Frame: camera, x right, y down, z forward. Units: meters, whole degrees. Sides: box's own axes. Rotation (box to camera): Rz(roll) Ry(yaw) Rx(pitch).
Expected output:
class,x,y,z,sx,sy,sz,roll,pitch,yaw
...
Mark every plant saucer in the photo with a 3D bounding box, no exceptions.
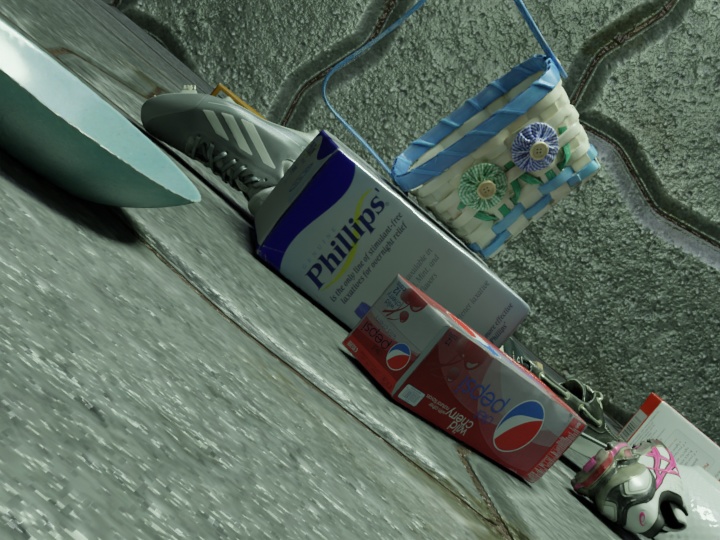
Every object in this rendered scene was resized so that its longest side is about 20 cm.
class,x,y,z,sx,sy,sz,roll,pitch,yaw
plant saucer,-0.173,-0.086,0.721,0.201,0.039,0.201,39,4,-3

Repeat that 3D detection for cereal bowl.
class,x,y,z,sx,sy,sz,roll,pitch,yaw
cereal bowl,0.357,0.261,1.416,0.200,0.084,0.200,38,3,-3

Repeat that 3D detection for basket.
class,x,y,z,sx,sy,sz,roll,pitch,yaw
basket,0.091,-0.128,1.115,0.200,0.176,0.139,50,7,-7

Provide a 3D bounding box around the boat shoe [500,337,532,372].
class,x,y,z,sx,sy,sz,roll,pitch,yaw
boat shoe,0.115,0.088,1.177,0.066,0.075,0.199,27,-4,-6

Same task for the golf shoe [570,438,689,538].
class,x,y,z,sx,sy,sz,roll,pitch,yaw
golf shoe,0.256,0.205,1.244,0.092,0.073,0.200,47,17,22

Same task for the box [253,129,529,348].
class,x,y,z,sx,sy,sz,roll,pitch,yaw
box,0.018,-0.008,1.127,0.200,0.105,0.184,39,4,-10

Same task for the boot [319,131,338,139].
class,x,y,z,sx,sy,sz,roll,pitch,yaw
boot,0.009,-0.051,1.364,0.154,0.074,0.204,41,4,-28

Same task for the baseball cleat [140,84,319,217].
class,x,y,z,sx,sy,sz,roll,pitch,yaw
baseball cleat,-0.105,-0.096,1.231,0.198,0.107,0.070,13,-32,-6

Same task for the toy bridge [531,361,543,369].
class,x,y,z,sx,sy,sz,roll,pitch,yaw
toy bridge,0.119,0.086,1.377,0.067,0.027,0.200,2,-15,28

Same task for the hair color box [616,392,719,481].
class,x,y,z,sx,sy,sz,roll,pitch,yaw
hair color box,0.373,0.244,1.545,0.200,0.111,0.064,40,4,-2

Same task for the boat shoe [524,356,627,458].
class,x,y,z,sx,sy,sz,roll,pitch,yaw
boat shoe,0.217,0.145,1.389,0.199,0.064,0.071,30,-1,-37

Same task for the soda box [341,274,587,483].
class,x,y,z,sx,sy,sz,roll,pitch,yaw
soda box,0.077,0.081,0.974,0.200,0.064,0.070,36,6,-46

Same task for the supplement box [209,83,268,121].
class,x,y,z,sx,sy,sz,roll,pitch,yaw
supplement box,-0.131,-0.158,1.720,0.066,0.069,0.200,36,7,-45
